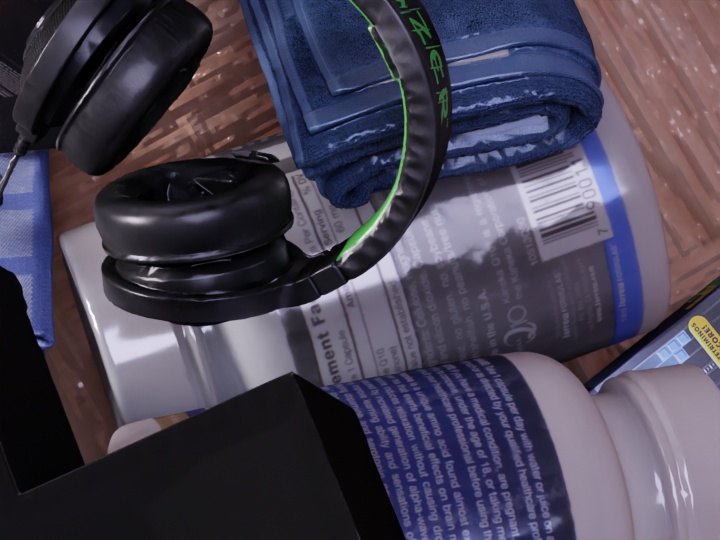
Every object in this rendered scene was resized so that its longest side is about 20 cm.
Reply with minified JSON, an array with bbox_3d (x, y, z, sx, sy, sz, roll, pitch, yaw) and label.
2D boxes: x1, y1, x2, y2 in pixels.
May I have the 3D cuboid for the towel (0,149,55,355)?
[{"bbox_3d":[-0.208,-0.008,0.851,0.199,0.024,0.147,-2,39,-7],"label":"towel"}]

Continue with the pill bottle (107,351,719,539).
[{"bbox_3d":[0.023,0.088,0.791,0.200,0.111,0.111,-10,83,-13],"label":"pill bottle"}]

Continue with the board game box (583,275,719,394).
[{"bbox_3d":[0.169,0.102,0.895,0.165,0.057,0.200,-38,87,-10],"label":"board game box"}]

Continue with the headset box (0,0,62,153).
[{"bbox_3d":[-0.130,-0.162,0.840,0.077,0.149,0.200,-1,66,36],"label":"headset box"}]

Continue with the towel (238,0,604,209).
[{"bbox_3d":[0.010,-0.109,0.855,0.111,0.049,0.200,-15,44,-5],"label":"towel"}]

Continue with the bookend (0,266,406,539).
[{"bbox_3d":[-0.082,0.068,0.681,0.198,0.092,0.200,-25,75,7],"label":"bookend"}]

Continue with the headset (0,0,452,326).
[{"bbox_3d":[-0.063,-0.042,0.770,0.200,0.094,0.124,-22,103,21],"label":"headset"}]

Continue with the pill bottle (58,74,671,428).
[{"bbox_3d":[0.000,0.000,0.863,0.200,0.114,0.114,-19,84,-8],"label":"pill bottle"}]
